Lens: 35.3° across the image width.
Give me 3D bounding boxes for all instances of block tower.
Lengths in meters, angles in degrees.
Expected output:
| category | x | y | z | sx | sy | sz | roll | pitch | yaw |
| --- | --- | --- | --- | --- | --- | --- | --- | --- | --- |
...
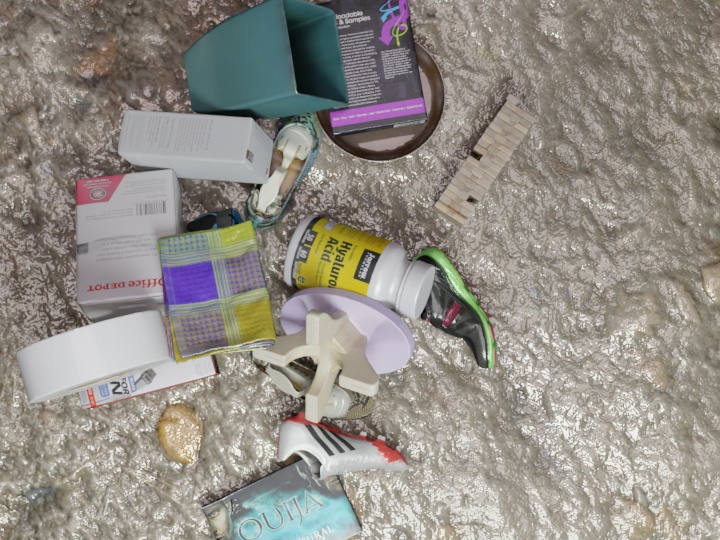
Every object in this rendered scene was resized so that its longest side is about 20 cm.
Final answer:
| category | x | y | z | sx | sy | sz | roll | pitch | yaw |
| --- | --- | --- | --- | --- | --- | --- | --- | --- | --- |
| block tower | 0.187 | -0.163 | 1.689 | 0.058 | 0.054 | 0.200 | 33 | 87 | 1 |

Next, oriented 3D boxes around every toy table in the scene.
| category | x | y | z | sx | sy | sz | roll | pitch | yaw |
| --- | --- | --- | --- | --- | --- | --- | --- | --- | --- |
| toy table | -0.040 | 0.108 | 1.568 | 0.200 | 0.117 | 0.184 | 5 | 122 | 25 |

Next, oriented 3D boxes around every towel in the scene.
| category | x | y | z | sx | sy | sz | roll | pitch | yaw |
| --- | --- | --- | --- | --- | --- | --- | --- | --- | --- |
| towel | -0.197 | 0.028 | 1.539 | 0.143 | 0.023 | 0.200 | -9 | 63 | -6 |

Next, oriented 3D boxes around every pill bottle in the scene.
| category | x | y | z | sx | sy | sz | roll | pitch | yaw |
| --- | --- | --- | --- | --- | --- | --- | --- | --- | --- |
| pill bottle | 0.000 | 0.000 | 1.625 | 0.200 | 0.111 | 0.111 | 18 | 86 | 14 |

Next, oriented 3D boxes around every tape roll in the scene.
| category | x | y | z | sx | sy | sz | roll | pitch | yaw |
| --- | --- | --- | --- | --- | --- | --- | --- | --- | --- |
| tape roll | -0.355 | 0.115 | 1.522 | 0.202 | 0.202 | 0.071 | -18 | 86 | -2 |

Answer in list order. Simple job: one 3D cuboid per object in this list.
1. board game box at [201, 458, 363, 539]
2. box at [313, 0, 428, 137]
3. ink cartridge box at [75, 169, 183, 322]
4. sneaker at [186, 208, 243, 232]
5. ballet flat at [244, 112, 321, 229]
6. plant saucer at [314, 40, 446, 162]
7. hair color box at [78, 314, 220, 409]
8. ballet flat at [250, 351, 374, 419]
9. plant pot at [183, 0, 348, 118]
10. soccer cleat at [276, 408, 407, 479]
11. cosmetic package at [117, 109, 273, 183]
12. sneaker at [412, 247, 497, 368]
| category | x | y | z | sx | sy | sz | roll | pitch | yaw |
| --- | --- | --- | --- | --- | --- | --- | --- | --- | --- |
| board game box | -0.114 | 0.363 | 1.659 | 0.200 | 0.028 | 0.135 | -26 | 87 | -3 |
| box | 0.013 | -0.307 | 1.675 | 0.143 | 0.036 | 0.200 | -9 | 88 | -1 |
| ink cartridge box | -0.329 | -0.034 | 1.627 | 0.146 | 0.083 | 0.200 | -6 | 67 | -2 |
| sneaker | -0.207 | 0.012 | 1.670 | 0.082 | 0.073 | 0.200 | -8 | 80 | 15 |
| ballet flat | -0.111 | -0.153 | 1.676 | 0.074 | 0.074 | 0.200 | 22 | 86 | 0 |
| plant saucer | 0.028 | -0.260 | 1.704 | 0.200 | 0.032 | 0.201 | 0 | 85 | -1 |
| hair color box | -0.317 | 0.125 | 1.655 | 0.200 | 0.064 | 0.111 | -15 | 85 | -3 |
| ballet flat | -0.076 | 0.170 | 1.649 | 0.200 | 0.075 | 0.068 | 31 | 111 | 1 |
| plant pot | -0.146 | -0.290 | 1.627 | 0.200 | 0.141 | 0.142 | -12 | 86 | 29 |
| soccer cleat | -0.028 | 0.267 | 1.631 | 0.200 | 0.069 | 0.085 | 23 | 68 | -16 |
| cosmetic package | -0.236 | -0.178 | 1.630 | 0.200 | 0.102 | 0.074 | 4 | 78 | 15 |
| sneaker | 0.135 | 0.063 | 1.669 | 0.084 | 0.077 | 0.200 | -33 | 78 | 4 |
